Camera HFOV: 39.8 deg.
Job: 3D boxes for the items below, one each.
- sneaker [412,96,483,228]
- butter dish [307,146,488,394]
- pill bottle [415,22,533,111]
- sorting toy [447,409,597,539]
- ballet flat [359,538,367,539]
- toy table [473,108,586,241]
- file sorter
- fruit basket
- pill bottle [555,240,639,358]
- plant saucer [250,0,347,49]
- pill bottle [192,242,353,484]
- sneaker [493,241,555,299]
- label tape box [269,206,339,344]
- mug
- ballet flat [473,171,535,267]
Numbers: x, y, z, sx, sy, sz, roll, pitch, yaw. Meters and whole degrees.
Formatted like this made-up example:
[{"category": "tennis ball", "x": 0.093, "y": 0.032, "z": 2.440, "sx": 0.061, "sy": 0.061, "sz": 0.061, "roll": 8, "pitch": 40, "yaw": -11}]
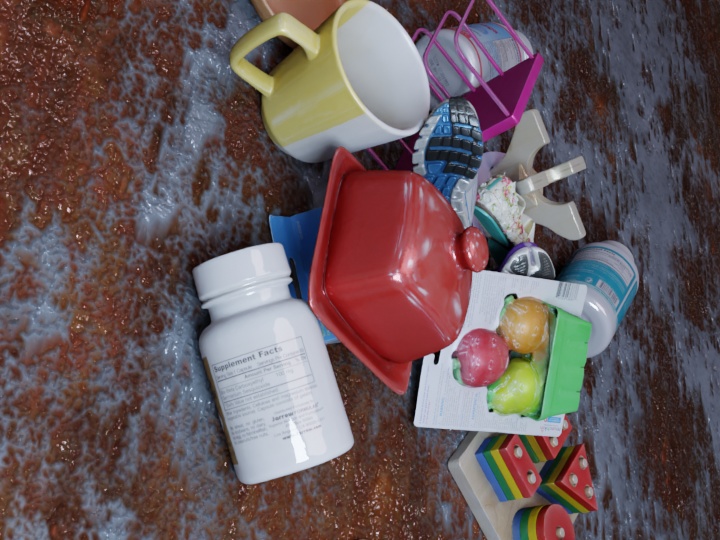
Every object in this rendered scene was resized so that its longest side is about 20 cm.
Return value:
[{"category": "sneaker", "x": 0.098, "y": -0.110, "z": 1.098, "sx": 0.087, "sy": 0.074, "sz": 0.201, "roll": -70, "pitch": 166, "yaw": -48}, {"category": "butter dish", "x": 0.056, "y": -0.009, "z": 0.980, "sx": 0.200, "sy": 0.147, "sz": 0.201, "roll": 47, "pitch": 41, "yaw": -43}, {"category": "pill bottle", "x": 0.159, "y": -0.283, "z": 1.370, "sx": 0.199, "sy": 0.108, "sz": 0.110, "roll": -25, "pitch": 93, "yaw": -51}, {"category": "sorting toy", "x": 0.219, "y": 0.260, "z": 1.235, "sx": 0.200, "sy": 0.069, "sz": 0.200, "roll": -41, "pitch": 106, "yaw": -50}, {"category": "ballet flat", "x": 0.018, "y": 0.358, "z": 0.955, "sx": 0.068, "sy": 0.072, "sz": 0.202, "roll": 33, "pitch": 51, "yaw": -36}, {"category": "toy table", "x": 0.224, "y": -0.114, "z": 1.367, "sx": 0.185, "sy": 0.116, "sz": 0.200, "roll": 61, "pitch": 39, "yaw": -11}, {"category": "file sorter", "x": 0.093, "y": -0.219, "z": 1.196, "sx": 0.126, "sy": 0.199, "sz": 0.140, "roll": 47, "pitch": 44, "yaw": -21}, {"category": "fruit basket", "x": 0.162, "y": 0.096, "z": 1.155, "sx": 0.198, "sy": 0.094, "sz": 0.188, "roll": 7, "pitch": 94, "yaw": -16}, {"category": "pill bottle", "x": 0.336, "y": 0.032, "z": 1.437, "sx": 0.111, "sy": 0.110, "sz": 0.200, "roll": 60, "pitch": 40, "yaw": -12}, {"category": "plant saucer", "x": -0.072, "y": -0.340, "z": 1.182, "sx": 0.199, "sy": 0.037, "sz": 0.202, "roll": 22, "pitch": 59, "yaw": -42}, {"category": "pill bottle", "x": -0.086, "y": 0.083, "z": 0.920, "sx": 0.114, "sy": 0.114, "sz": 0.202, "roll": -12, "pitch": 83, "yaw": -51}, {"category": "sneaker", "x": 0.187, "y": 0.019, "z": 1.249, "sx": 0.080, "sy": 0.201, "sz": 0.084, "roll": -11, "pitch": 61, "yaw": -8}, {"category": "label tape box", "x": 0.000, "y": 0.000, "z": 1.096, "sx": 0.199, "sy": 0.066, "sz": 0.145, "roll": -2, "pitch": 75, "yaw": -51}, {"category": "mug", "x": -0.039, "y": -0.203, "z": 1.069, "sx": 0.187, "sy": 0.152, "sz": 0.150, "roll": 53, "pitch": 42, "yaw": -19}, {"category": "ballet flat", "x": 0.192, "y": -0.055, "z": 1.263, "sx": 0.064, "sy": 0.075, "sz": 0.200, "roll": -51, "pitch": 150, "yaw": -9}]
